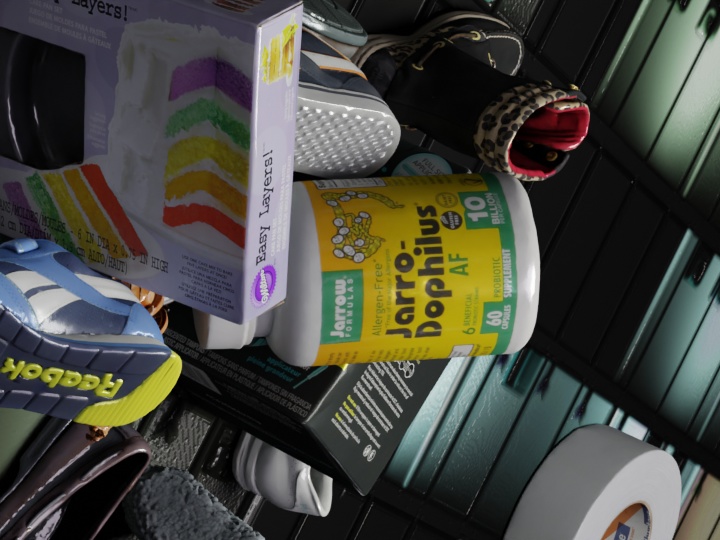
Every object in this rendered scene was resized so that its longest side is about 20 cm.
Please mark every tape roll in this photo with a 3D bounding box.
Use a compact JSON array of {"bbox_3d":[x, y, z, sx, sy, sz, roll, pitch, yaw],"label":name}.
[{"bbox_3d":[0.200,0.237,2.357,0.200,0.066,0.201,-37,139,-40],"label":"tape roll"}]

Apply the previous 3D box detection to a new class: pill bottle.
[{"bbox_3d":[0.000,0.000,1.635,0.199,0.113,0.113,-3,121,-12],"label":"pill bottle"}]

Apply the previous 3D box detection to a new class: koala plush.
[{"bbox_3d":[-0.111,0.270,1.822,0.177,0.183,0.200,-49,158,-24],"label":"koala plush"}]

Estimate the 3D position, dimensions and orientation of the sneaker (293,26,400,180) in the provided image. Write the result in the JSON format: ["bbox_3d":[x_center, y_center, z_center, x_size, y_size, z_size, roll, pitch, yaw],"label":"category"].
[{"bbox_3d":[-0.070,-0.108,1.610,0.199,0.080,0.079,15,121,-44],"label":"sneaker"}]

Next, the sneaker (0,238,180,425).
[{"bbox_3d":[-0.191,0.024,1.442,0.199,0.082,0.074,20,123,-41],"label":"sneaker"}]

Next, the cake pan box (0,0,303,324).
[{"bbox_3d":[-0.127,-0.086,1.500,0.052,0.199,0.185,-31,135,-51],"label":"cake pan box"}]

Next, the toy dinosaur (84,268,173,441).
[{"bbox_3d":[-0.160,0.019,1.575,0.200,0.135,0.103,-102,-174,-71],"label":"toy dinosaur"}]

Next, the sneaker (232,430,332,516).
[{"bbox_3d":[-0.015,0.075,1.892,0.075,0.088,0.201,6,106,-56],"label":"sneaker"}]

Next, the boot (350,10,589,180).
[{"bbox_3d":[0.091,-0.121,1.856,0.200,0.150,0.074,-11,120,-54],"label":"boot"}]

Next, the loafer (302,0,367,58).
[{"bbox_3d":[-0.076,-0.156,1.672,0.200,0.072,0.063,15,117,-52],"label":"loafer"}]

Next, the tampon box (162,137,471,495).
[{"bbox_3d":[-0.020,0.013,1.779,0.200,0.149,0.126,-57,151,-13],"label":"tampon box"}]

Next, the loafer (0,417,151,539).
[{"bbox_3d":[-0.205,0.174,1.693,0.200,0.063,0.072,-58,148,-13],"label":"loafer"}]
